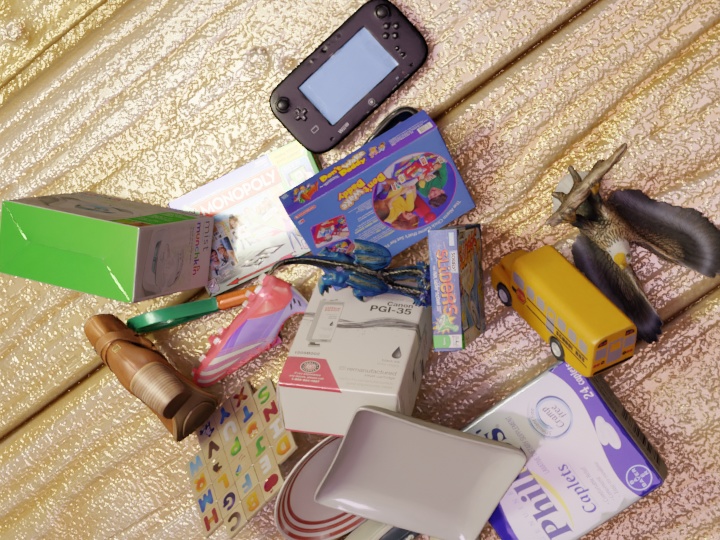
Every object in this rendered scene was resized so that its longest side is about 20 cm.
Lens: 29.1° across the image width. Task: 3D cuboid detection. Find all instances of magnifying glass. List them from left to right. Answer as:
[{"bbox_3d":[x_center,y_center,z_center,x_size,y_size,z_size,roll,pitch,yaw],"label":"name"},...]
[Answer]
[{"bbox_3d":[-0.200,0.046,1.760,0.200,0.080,0.022,-14,82,4],"label":"magnifying glass"}]

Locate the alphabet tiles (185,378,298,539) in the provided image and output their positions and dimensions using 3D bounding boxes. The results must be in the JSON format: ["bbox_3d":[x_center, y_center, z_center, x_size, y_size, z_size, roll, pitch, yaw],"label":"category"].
[{"bbox_3d":[-0.150,0.230,1.715,0.166,0.200,0.006,-45,126,14],"label":"alphabet tiles"}]

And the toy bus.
[{"bbox_3d":[0.229,0.039,1.597,0.065,0.078,0.200,-22,45,-20],"label":"toy bus"}]

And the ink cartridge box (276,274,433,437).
[{"bbox_3d":[-0.002,0.100,1.640,0.146,0.200,0.083,4,130,13],"label":"ink cartridge box"}]

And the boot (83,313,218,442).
[{"bbox_3d":[-0.264,0.132,1.727,0.155,0.200,0.077,41,88,18],"label":"boot"}]

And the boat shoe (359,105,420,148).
[{"bbox_3d":[0.008,-0.117,1.685,0.069,0.057,0.200,33,91,1],"label":"boat shoe"}]

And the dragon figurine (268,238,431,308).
[{"bbox_3d":[0.000,0.000,1.590,0.099,0.200,0.059,-12,65,53],"label":"dragon figurine"}]

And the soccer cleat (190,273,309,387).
[{"bbox_3d":[-0.141,0.089,1.735,0.076,0.067,0.200,34,118,-10],"label":"soccer cleat"}]

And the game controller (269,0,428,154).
[{"bbox_3d":[-0.014,-0.237,1.695,0.200,0.042,0.104,-43,82,5],"label":"game controller"}]

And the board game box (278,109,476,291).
[{"bbox_3d":[0.022,-0.081,1.644,0.200,0.045,0.135,-31,129,-1],"label":"board game box"}]

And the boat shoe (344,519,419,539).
[{"bbox_3d":[0.036,0.328,1.717,0.200,0.075,0.062,-44,105,-1],"label":"boat shoe"}]

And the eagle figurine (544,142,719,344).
[{"bbox_3d":[0.309,-0.030,1.617,0.200,0.151,0.152,38,148,-21],"label":"eagle figurine"}]

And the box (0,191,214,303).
[{"bbox_3d":[-0.310,-0.030,1.705,0.200,0.176,0.097,12,102,24],"label":"box"}]

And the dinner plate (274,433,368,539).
[{"bbox_3d":[-0.021,0.250,1.679,0.200,0.200,0.024,-54,51,11],"label":"dinner plate"}]

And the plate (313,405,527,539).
[{"bbox_3d":[0.066,0.228,1.580,0.200,0.032,0.200,17,135,-6],"label":"plate"}]

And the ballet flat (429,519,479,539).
[{"bbox_3d":[0.122,0.359,1.688,0.069,0.069,0.200,2,109,13],"label":"ballet flat"}]

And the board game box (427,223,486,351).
[{"bbox_3d":[0.113,0.015,1.611,0.034,0.200,0.136,-3,94,13],"label":"board game box"}]

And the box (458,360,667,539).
[{"bbox_3d":[0.229,0.223,1.648,0.200,0.105,0.184,-37,85,14],"label":"box"}]

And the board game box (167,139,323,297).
[{"bbox_3d":[-0.128,-0.067,1.752,0.200,0.029,0.135,-25,89,14],"label":"board game box"}]
